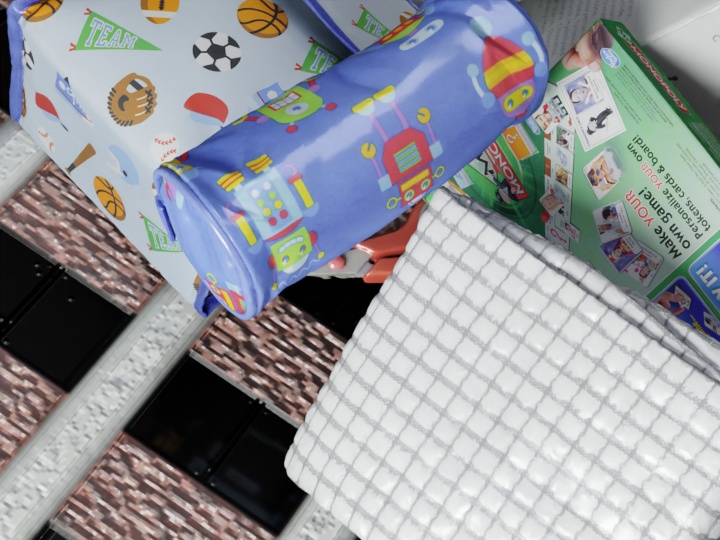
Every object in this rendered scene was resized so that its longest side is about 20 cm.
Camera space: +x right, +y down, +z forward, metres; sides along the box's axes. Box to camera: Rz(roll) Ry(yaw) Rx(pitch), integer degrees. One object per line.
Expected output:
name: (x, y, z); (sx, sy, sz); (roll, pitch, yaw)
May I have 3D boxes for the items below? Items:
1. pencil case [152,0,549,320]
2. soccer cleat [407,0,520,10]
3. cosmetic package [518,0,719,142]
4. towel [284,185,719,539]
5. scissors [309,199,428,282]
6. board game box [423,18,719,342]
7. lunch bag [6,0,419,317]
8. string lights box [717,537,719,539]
pencil case: (-0.004, -0.061, 0.826); (0.200, 0.078, 0.087); (-36, 41, -22)
soccer cleat: (0.045, -0.158, 1.007); (0.069, 0.199, 0.078); (-3, 99, -46)
cosmetic package: (0.191, -0.113, 0.978); (0.165, 0.200, 0.165); (41, 44, -26)
towel: (0.084, 0.079, 0.826); (0.200, 0.166, 0.086); (34, 6, 25)
scissors: (0.000, 0.000, 0.969); (0.199, 0.014, 0.073); (-16, 62, -31)
board game box: (0.134, -0.003, 0.867); (0.029, 0.135, 0.200); (-5, 55, -56)
lunch bag: (-0.058, -0.108, 0.939); (0.200, 0.124, 0.170); (-35, 72, -27)
string lights box: (0.163, 0.156, 0.887); (0.102, 0.059, 0.201); (-11, 59, -29)
